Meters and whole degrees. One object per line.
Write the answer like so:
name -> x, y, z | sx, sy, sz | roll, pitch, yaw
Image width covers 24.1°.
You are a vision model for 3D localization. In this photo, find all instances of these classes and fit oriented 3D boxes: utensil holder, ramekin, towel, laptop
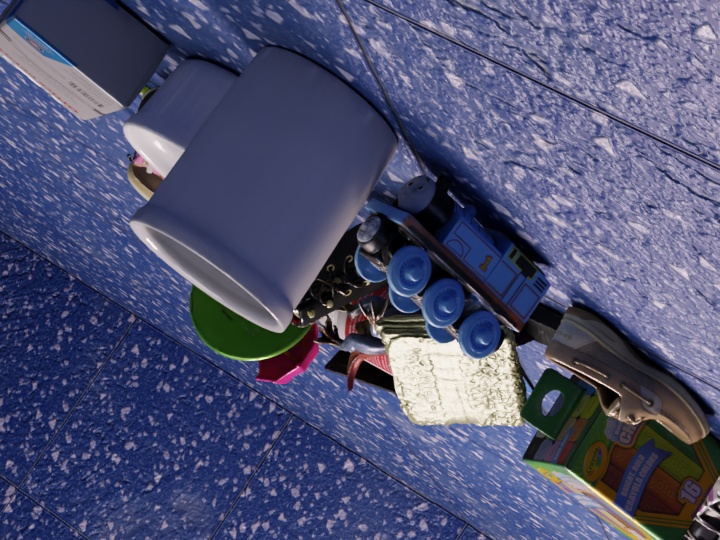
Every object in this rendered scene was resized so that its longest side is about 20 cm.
utensil holder -> -0.084, -0.075, 1.514 | 0.169, 0.201, 0.170 | 32, 169, 7
ramekin -> -0.135, -0.125, 1.717 | 0.199, 0.098, 0.201 | 33, 169, 7
towel -> 0.102, 0.104, 1.773 | 0.147, 0.037, 0.201 | 0, 144, 15
laptop -> 0.087, 0.132, 2.027 | 0.186, 0.200, 0.117 | 16, 129, 26

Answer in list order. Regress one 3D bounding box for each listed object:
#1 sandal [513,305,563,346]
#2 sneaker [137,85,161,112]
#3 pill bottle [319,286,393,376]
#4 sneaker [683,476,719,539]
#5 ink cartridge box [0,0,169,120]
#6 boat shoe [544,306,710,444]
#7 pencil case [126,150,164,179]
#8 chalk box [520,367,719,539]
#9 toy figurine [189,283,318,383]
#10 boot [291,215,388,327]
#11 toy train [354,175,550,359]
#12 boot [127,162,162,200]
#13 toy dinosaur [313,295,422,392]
sandal -> 0.150, 0.055, 1.761 | 0.075, 0.048, 0.200 | 43, 167, -34
sneaker -> -0.162, -0.144, 1.858 | 0.200, 0.072, 0.083 | 40, -168, -20
pill bottle -> 0.046, 0.062, 1.928 | 0.199, 0.113, 0.112 | 27, 166, 35
sneaker -> 0.374, 0.284, 1.818 | 0.077, 0.141, 0.200 | 33, 169, 7
ink cartridge box -> -0.301, -0.238, 1.764 | 0.146, 0.086, 0.200 | 39, 169, -18
boat shoe -> 0.260, 0.117, 1.656 | 0.199, 0.065, 0.071 | 39, 168, -17
pencil case -> -0.168, -0.104, 1.934 | 0.199, 0.087, 0.083 | 35, 156, -7
chalk box -> 0.262, 0.183, 1.771 | 0.199, 0.125, 0.124 | 36, 169, -13
toy figurine -> -0.119, 0.052, 1.933 | 0.200, 0.150, 0.184 | 43, 168, 25
boot -> 0.000, 0.001, 1.680 | 0.074, 0.153, 0.203 | 60, 165, -12
toy train -> 0.081, -0.005, 1.548 | 0.200, 0.115, 0.086 | 41, 169, -32
boot -> -0.196, -0.101, 2.061 | 0.199, 0.073, 0.155 | 29, 169, 1
toy dinosaur -> 0.046, 0.050, 1.819 | 0.180, 0.106, 0.201 | 9, 147, 29
